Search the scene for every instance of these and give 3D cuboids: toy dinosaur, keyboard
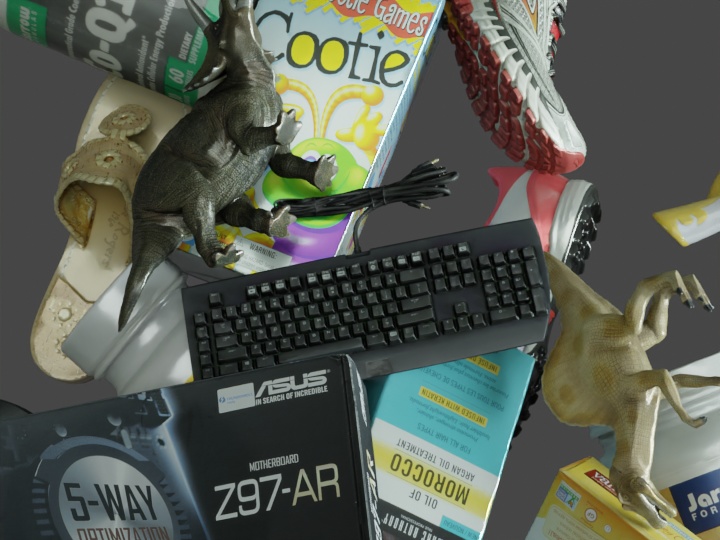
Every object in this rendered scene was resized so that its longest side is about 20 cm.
[{"bbox_3d":[0.139,0.037,0.962,0.101,0.058,0.200,-32,53,18],"label":"toy dinosaur"},{"bbox_3d":[0.000,0.000,0.974,0.200,0.021,0.127,-11,61,1],"label":"keyboard"},{"bbox_3d":[-0.081,-0.055,0.982,0.102,0.077,0.200,28,92,38],"label":"toy dinosaur"}]

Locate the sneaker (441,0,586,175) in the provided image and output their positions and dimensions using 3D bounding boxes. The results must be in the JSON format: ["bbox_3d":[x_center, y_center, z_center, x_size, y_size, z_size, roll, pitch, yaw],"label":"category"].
[{"bbox_3d":[0.098,-0.152,1.084,0.082,0.078,0.200,-16,70,-10],"label":"sneaker"}]

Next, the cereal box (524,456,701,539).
[{"bbox_3d":[0.133,0.225,0.979,0.144,0.039,0.200,36,119,28],"label":"cereal box"}]

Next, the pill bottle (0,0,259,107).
[{"bbox_3d":[-0.157,-0.182,1.078,0.200,0.113,0.113,22,82,3],"label":"pill bottle"}]

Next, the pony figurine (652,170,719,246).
[{"bbox_3d":[0.307,-0.042,1.055,0.200,0.167,0.193,-45,76,9],"label":"pony figurine"}]

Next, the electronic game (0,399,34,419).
[{"bbox_3d":[-0.236,0.171,1.026,0.200,0.042,0.200,-8,73,26],"label":"electronic game"}]

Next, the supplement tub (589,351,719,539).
[{"bbox_3d":[0.220,0.149,1.014,0.144,0.144,0.200,-21,82,-4],"label":"supplement tub"}]

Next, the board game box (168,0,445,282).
[{"bbox_3d":[-0.034,-0.082,1.068,0.103,0.105,0.200,22,81,4],"label":"board game box"}]

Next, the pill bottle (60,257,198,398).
[{"bbox_3d":[-0.072,0.080,1.029,0.200,0.111,0.111,41,83,-1],"label":"pill bottle"}]

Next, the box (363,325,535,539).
[{"bbox_3d":[0.025,0.122,0.958,0.082,0.049,0.200,26,62,-13],"label":"box"}]

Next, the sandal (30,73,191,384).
[{"bbox_3d":[-0.152,-0.036,1.077,0.077,0.070,0.212,16,81,2],"label":"sandal"}]

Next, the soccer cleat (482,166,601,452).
[{"bbox_3d":[0.081,0.031,1.077,0.073,0.068,0.200,19,81,19],"label":"soccer cleat"}]

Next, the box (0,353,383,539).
[{"bbox_3d":[-0.088,0.138,0.899,0.200,0.044,0.160,-11,58,8],"label":"box"}]
